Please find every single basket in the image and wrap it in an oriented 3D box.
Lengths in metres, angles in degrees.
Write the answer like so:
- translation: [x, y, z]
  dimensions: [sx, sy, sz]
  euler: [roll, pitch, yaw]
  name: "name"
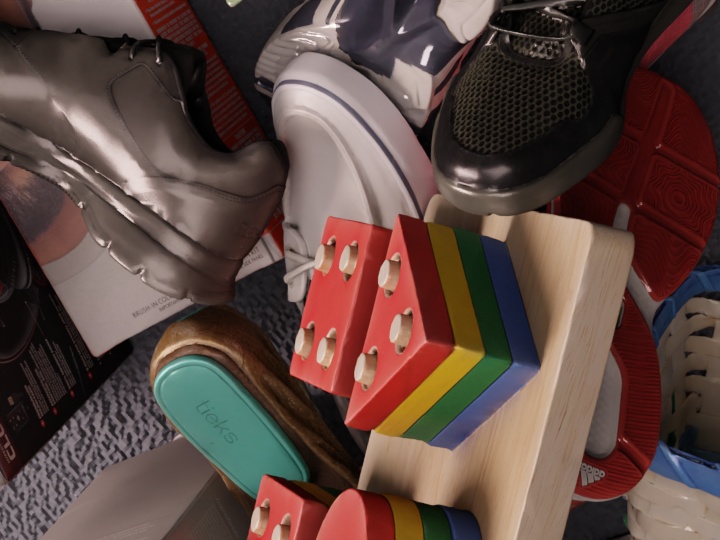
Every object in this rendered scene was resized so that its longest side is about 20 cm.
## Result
- translation: [0.181, 0.049, 1.058]
  dimensions: [0.139, 0.176, 0.201]
  euler: [20, 121, 9]
  name: "basket"

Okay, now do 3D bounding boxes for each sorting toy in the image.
- translation: [0.018, 0.068, 0.983]
  dimensions: [0.069, 0.199, 0.201]
  euler: [14, 91, -16]
  name: "sorting toy"

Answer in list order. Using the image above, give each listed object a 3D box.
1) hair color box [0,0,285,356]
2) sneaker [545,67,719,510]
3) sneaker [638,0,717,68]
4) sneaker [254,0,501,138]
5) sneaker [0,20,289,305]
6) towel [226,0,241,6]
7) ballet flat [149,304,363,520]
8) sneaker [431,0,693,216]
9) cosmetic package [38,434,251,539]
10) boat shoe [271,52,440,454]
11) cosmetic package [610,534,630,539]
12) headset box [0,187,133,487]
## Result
- translation: [-0.121, -0.075, 1.152]
  dimensions: [0.111, 0.064, 0.201]
  euler: [-28, 97, 20]
  name: "hair color box"
- translation: [0.080, 0.014, 1.046]
  dimensions: [0.078, 0.201, 0.115]
  euler: [30, 148, -17]
  name: "sneaker"
- translation: [0.104, -0.102, 1.077]
  dimensions: [0.074, 0.087, 0.201]
  euler: [33, 111, 1]
  name: "sneaker"
- translation: [0.031, -0.137, 1.094]
  dimensions: [0.079, 0.130, 0.199]
  euler: [35, 149, 0]
  name: "sneaker"
- translation: [-0.115, -0.073, 1.082]
  dimensions: [0.200, 0.076, 0.091]
  euler: [37, 102, 4]
  name: "sneaker"
- translation: [0.018, -0.205, 1.041]
  dimensions: [0.200, 0.153, 0.023]
  euler: [-32, 125, 20]
  name: "towel"
- translation: [-0.024, 0.094, 1.119]
  dimensions: [0.068, 0.072, 0.200]
  euler: [-26, 111, 26]
  name: "ballet flat"
- translation: [0.078, -0.116, 0.954]
  dimensions: [0.076, 0.200, 0.114]
  euler: [17, 145, 31]
  name: "sneaker"
- translation: [-0.092, 0.143, 1.139]
  dimensions: [0.106, 0.200, 0.091]
  euler: [-22, 98, 22]
  name: "cosmetic package"
- translation: [0.000, 0.000, 1.107]
  dimensions: [0.073, 0.065, 0.201]
  euler: [6, 131, 39]
  name: "boat shoe"
- translation: [0.079, 0.184, 1.109]
  dimensions: [0.082, 0.200, 0.051]
  euler: [-17, 101, 18]
  name: "cosmetic package"
- translation: [-0.195, 0.019, 1.124]
  dimensions: [0.075, 0.200, 0.149]
  euler: [-25, 100, 19]
  name: "headset box"
